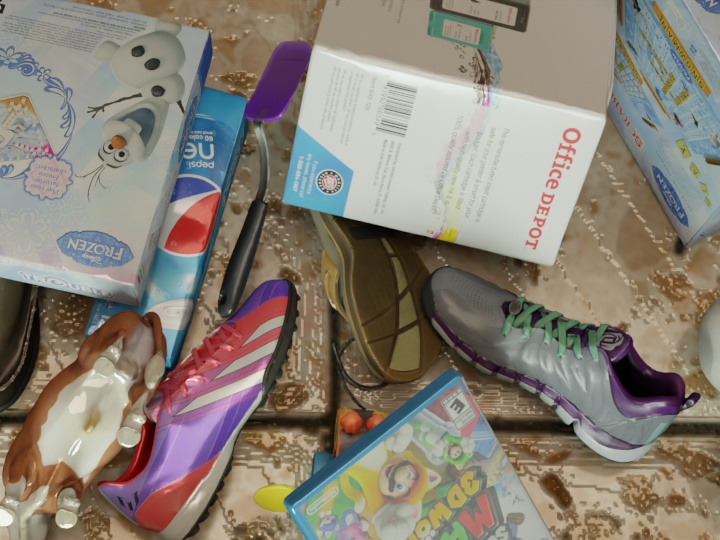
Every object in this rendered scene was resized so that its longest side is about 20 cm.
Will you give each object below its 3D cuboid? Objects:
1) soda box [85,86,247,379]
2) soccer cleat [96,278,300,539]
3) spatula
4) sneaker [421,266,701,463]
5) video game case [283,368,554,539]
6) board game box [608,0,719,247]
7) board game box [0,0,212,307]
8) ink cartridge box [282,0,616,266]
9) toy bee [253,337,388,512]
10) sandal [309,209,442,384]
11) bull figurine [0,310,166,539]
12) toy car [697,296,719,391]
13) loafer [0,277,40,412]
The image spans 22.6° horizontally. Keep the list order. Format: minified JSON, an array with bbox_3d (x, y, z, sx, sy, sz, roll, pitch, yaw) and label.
[{"bbox_3d":[-0.136,-0.029,1.277,0.064,0.068,0.201,14,72,0],"label":"soda box"},{"bbox_3d":[-0.107,0.085,1.239,0.073,0.068,0.201,30,76,-15],"label":"soccer cleat"},{"bbox_3d":[-0.071,-0.065,1.253,0.020,0.056,0.201,13,88,-34],"label":"spatula"},{"bbox_3d":[0.140,0.047,1.250,0.200,0.088,0.075,35,46,-6],"label":"sneaker"},{"bbox_3d":[0.053,0.185,1.195,0.143,0.018,0.200,-37,116,-15],"label":"video game case"},{"bbox_3d":[0.225,-0.140,1.272,0.041,0.200,0.201,-24,77,-14],"label":"board game box"},{"bbox_3d":[-0.222,-0.091,1.232,0.199,0.043,0.200,12,67,4],"label":"board game box"},{"bbox_3d":[0.064,-0.121,1.258,0.199,0.147,0.146,14,45,-1],"label":"ink cartridge box"},{"bbox_3d":[-0.009,0.137,1.217,0.130,0.109,0.201,-16,75,-8],"label":"toy bee"},{"bbox_3d":[0.000,0.000,1.286,0.080,0.054,0.201,0,53,-36],"label":"sandal"},{"bbox_3d":[-0.190,0.115,1.176,0.065,0.121,0.201,29,97,-13],"label":"bull figurine"},{"bbox_3d":[0.338,0.080,1.241,0.174,0.150,0.201,-5,74,-7],"label":"toy car"},{"bbox_3d":[-0.259,-0.001,1.255,0.073,0.071,0.201,4,72,-3],"label":"loafer"}]
